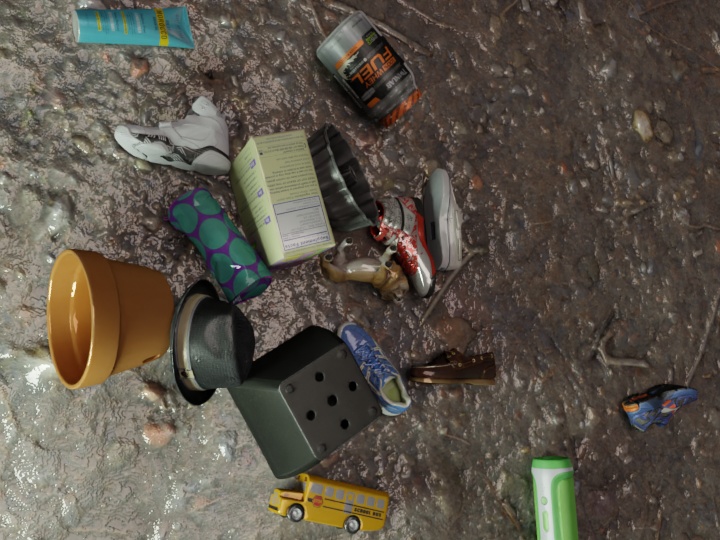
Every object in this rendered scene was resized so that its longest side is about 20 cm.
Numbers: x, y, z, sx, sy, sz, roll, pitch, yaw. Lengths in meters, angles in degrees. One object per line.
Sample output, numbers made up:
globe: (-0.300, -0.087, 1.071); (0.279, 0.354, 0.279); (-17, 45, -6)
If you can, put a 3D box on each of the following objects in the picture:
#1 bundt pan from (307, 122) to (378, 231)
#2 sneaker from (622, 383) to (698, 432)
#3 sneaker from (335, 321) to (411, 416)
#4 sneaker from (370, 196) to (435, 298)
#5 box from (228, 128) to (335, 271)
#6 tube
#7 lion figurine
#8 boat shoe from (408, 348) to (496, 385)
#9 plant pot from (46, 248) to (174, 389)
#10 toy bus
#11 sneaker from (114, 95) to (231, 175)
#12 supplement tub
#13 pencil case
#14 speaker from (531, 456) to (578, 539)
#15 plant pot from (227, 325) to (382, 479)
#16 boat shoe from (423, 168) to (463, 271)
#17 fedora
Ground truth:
bundt pan: (-0.044, -0.157, 1.244); (0.075, 0.202, 0.204); (-25, 92, 15)
sneaker: (0.670, 0.305, 1.549); (0.197, 0.075, 0.080); (-12, 95, -18)
sneaker: (0.029, 0.175, 1.264); (0.076, 0.077, 0.201); (-40, 97, -23)
sneaker: (0.076, -0.044, 1.327); (0.107, 0.067, 0.204); (-1, 76, -30)
box: (-0.139, -0.111, 1.181); (0.096, 0.176, 0.203); (-13, 86, -25)
tube: (-0.389, -0.420, 1.197); (0.198, 0.050, 0.079); (-12, 93, -31)
lion figurine: (0.000, 0.000, 1.281); (0.197, 0.123, 0.073); (14, 58, -5)
boat shoe: (0.178, 0.185, 1.336); (0.198, 0.070, 0.072); (5, 86, -32)
plant pot: (-0.371, 0.069, 1.045); (0.139, 0.199, 0.203); (-1, 81, -40)
toy bus: (-0.053, 0.400, 1.192); (0.198, 0.065, 0.079); (19, 73, -21)
sneaker: (-0.312, -0.240, 1.183); (0.198, 0.075, 0.117); (13, 75, -27)
supplement tub: (0.020, -0.382, 1.333); (0.200, 0.122, 0.123); (47, 66, -10)
pencil case: (-0.237, -0.038, 1.158); (0.092, 0.085, 0.201); (-38, 85, 17)
speaker: (0.386, 0.475, 1.372); (0.087, 0.088, 0.203); (2, 80, -24)
plant pot: (-0.079, 0.216, 1.152); (0.199, 0.177, 0.201); (-30, 93, -25)
boat shoe: (0.173, -0.101, 1.384); (0.065, 0.072, 0.203); (1, 81, -29)
fedora: (-0.221, 0.115, 1.092); (0.090, 0.201, 0.204); (3, 77, 12)
